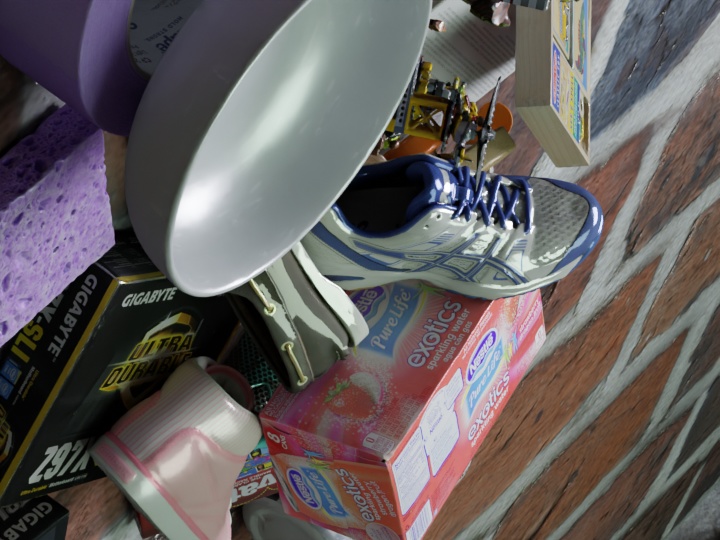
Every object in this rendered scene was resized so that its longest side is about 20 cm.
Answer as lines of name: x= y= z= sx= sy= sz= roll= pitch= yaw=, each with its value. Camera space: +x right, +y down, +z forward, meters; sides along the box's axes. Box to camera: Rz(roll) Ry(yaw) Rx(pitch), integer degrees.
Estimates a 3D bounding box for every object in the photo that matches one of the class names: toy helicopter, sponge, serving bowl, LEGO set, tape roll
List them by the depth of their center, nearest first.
tape roll: x=-0.089 y=-0.165 z=1.040 sx=0.200 sy=0.066 sz=0.200 roll=-47 pitch=162 yaw=-21
serving bowl: x=-0.051 y=-0.087 z=1.065 sx=0.200 sy=0.066 sz=0.200 roll=-48 pitch=161 yaw=-23
sponge: x=-0.204 y=0.009 z=1.115 sx=0.200 sy=0.030 sz=0.112 roll=-45 pitch=160 yaw=-27
LEGO set: x=0.066 y=-0.152 z=1.250 sx=0.154 sy=0.115 sz=0.201 roll=-64 pitch=166 yaw=-82
toy helicopter: x=0.039 y=-0.047 z=1.519 sx=0.132 sy=0.079 sz=0.200 roll=-39 pitch=-178 yaw=-43

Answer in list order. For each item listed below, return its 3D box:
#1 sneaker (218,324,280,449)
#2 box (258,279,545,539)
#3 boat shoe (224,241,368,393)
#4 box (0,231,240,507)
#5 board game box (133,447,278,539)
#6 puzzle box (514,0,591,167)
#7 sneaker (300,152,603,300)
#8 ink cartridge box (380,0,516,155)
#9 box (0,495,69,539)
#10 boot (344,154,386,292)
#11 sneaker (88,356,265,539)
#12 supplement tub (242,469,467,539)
sneaker: x=-0.068 y=0.078 z=1.482 sx=0.200 sy=0.091 sz=0.078 roll=-47 pitch=163 yaw=-24
box: x=0.030 y=0.065 z=1.367 sx=0.200 sy=0.094 sz=0.103 roll=-55 pitch=150 yaw=-33
boat shoe: x=-0.069 y=-0.007 z=1.251 sx=0.060 sy=0.072 sz=0.202 roll=-47 pitch=126 yaw=-11
box: x=-0.147 y=0.053 z=1.310 sx=0.160 sy=0.049 sz=0.200 roll=-58 pitch=162 yaw=16
board game box: x=-0.067 y=0.131 z=1.546 sx=0.199 sy=0.019 sz=0.103 roll=-19 pitch=152 yaw=-12
puzzle box: x=0.129 y=-0.182 z=1.432 sx=0.133 sy=0.025 sz=0.201 roll=38 pitch=52 yaw=-68
sneaker: x=0.055 y=-0.030 z=1.307 sx=0.199 sy=0.076 sz=0.088 roll=-5 pitch=155 yaw=-10
ink cartridge box: x=0.034 y=-0.137 z=1.433 sx=0.176 sy=0.045 sz=0.200 roll=-40 pitch=163 yaw=8
box: x=-0.272 y=0.251 z=1.348 sx=0.198 sy=0.050 sz=0.200 roll=-39 pitch=156 yaw=-42
boot: x=0.000 y=0.000 z=1.425 sx=0.075 sy=0.074 sz=0.200 roll=-27 pitch=132 yaw=-16
sneaker: x=-0.097 y=0.120 z=1.357 sx=0.105 sy=0.075 sz=0.200 roll=-46 pitch=158 yaw=-11
supplement tub: x=0.008 y=0.162 z=1.775 sx=0.200 sy=0.122 sz=0.123 roll=-44 pitch=159 yaw=-28
